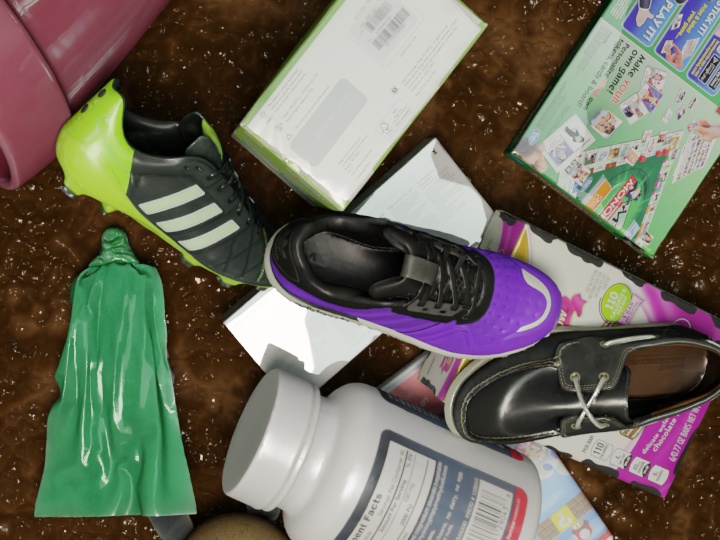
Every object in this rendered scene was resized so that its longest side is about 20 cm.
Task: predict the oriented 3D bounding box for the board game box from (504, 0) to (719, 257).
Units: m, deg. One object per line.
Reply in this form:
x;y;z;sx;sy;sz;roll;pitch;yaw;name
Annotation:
0.216;-0.131;1.044;0.134;0.029;0.201;35;89;-8;board game box

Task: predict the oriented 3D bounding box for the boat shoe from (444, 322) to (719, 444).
0.153;0.076;0.944;0.197;0.068;0.073;-10;104;-13;boat shoe

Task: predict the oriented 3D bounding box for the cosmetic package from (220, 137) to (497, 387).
0.000;0.000;1.015;0.199;0.051;0.083;-40;101;-3;cosmetic package

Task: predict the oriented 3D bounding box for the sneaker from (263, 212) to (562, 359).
0.037;0.009;0.888;0.197;0.100;0.071;11;79;-6;sneaker

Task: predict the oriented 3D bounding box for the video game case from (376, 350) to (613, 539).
0.078;0.162;1.051;0.142;0.017;0.201;-36;97;-4;video game case

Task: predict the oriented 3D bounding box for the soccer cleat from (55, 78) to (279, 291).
-0.103;-0.050;0.911;0.199;0.068;0.081;30;114;-35;soccer cleat

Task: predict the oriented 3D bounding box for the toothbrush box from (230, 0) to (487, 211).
-0.009;-0.122;0.932;0.086;0.200;0.146;39;89;-6;toothbrush box

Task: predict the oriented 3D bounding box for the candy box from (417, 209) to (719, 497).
0.158;0.061;1.009;0.198;0.061;0.138;24;94;-20;candy box

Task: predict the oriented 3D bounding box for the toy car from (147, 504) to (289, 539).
-0.086;0.233;1.000;0.162;0.158;0.202;-14;67;-11;toy car

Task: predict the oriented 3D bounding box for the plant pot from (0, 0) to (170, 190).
-0.221;-0.185;0.918;0.179;0.200;0.201;-41;97;-18;plant pot

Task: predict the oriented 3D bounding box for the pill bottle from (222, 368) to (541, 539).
0.012;0.146;0.962;0.198;0.120;0.121;25;90;-15;pill bottle

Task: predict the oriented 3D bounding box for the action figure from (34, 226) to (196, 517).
-0.171;0.070;0.995;0.116;0.055;0.203;-1;85;4;action figure
